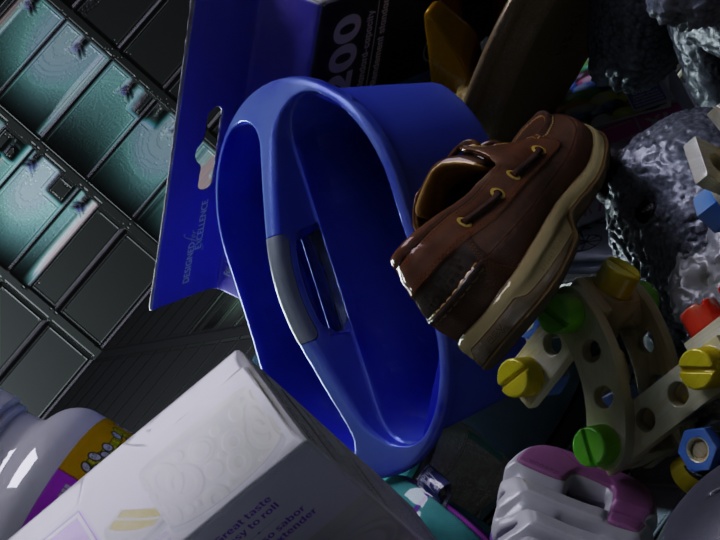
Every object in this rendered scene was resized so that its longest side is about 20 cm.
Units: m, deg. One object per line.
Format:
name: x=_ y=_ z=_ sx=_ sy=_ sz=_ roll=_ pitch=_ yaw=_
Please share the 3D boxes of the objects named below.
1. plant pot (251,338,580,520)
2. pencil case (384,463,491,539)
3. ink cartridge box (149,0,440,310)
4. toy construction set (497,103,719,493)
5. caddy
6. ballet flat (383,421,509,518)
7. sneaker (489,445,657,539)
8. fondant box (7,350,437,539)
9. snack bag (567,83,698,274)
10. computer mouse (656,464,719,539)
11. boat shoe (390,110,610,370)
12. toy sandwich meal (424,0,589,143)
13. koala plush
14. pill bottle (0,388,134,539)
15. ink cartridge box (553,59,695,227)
plant pot: x=0.014 y=0.071 z=1.288 sx=0.200 sy=0.135 sz=0.200 roll=-46 pitch=11 yaw=11
pencil case: x=-0.007 y=0.192 z=1.067 sx=0.200 sy=0.085 sz=0.092 roll=-51 pitch=39 yaw=-8
ink cartridge box: x=-0.018 y=-0.079 z=1.188 sx=0.200 sy=0.043 sz=0.198 roll=-25 pitch=-42 yaw=-40
toy construction set: x=0.145 y=0.018 z=0.932 sx=0.092 sy=0.131 sz=0.200 roll=-12 pitch=-26 yaw=-36
caddy: x=0.000 y=0.000 z=1.083 sx=0.105 sy=0.200 sz=0.141 roll=-15 pitch=-4 yaw=-40
ballet flat: x=0.014 y=0.157 z=1.185 sx=0.200 sy=0.062 sz=0.067 roll=-52 pitch=19 yaw=37
sneaker: x=0.070 y=0.155 z=0.907 sx=0.200 sy=0.080 sz=0.089 roll=-54 pitch=-15 yaw=-62
fondant box: x=-0.054 y=0.132 z=0.946 sx=0.144 sy=0.058 sz=0.200 roll=-40 pitch=-34 yaw=2
snack bag: x=0.149 y=-0.060 z=1.266 sx=0.188 sy=0.021 sz=0.200 roll=0 pitch=35 yaw=36
computer mouse: x=0.170 y=0.084 z=0.827 sx=0.200 sy=0.053 sz=0.139 roll=-41 pitch=13 yaw=34
boat shoe: x=0.062 y=-0.031 z=0.982 sx=0.072 sy=0.068 sz=0.200 roll=-52 pitch=4 yaw=28
toy sandwich meal: x=0.081 y=-0.143 z=1.164 sx=0.205 sy=0.070 sz=0.205 roll=-56 pitch=-13 yaw=-20
koala plush: x=0.185 y=-0.051 z=1.058 sx=0.177 sy=0.184 sz=0.200 roll=127 pitch=162 yaw=-80
pill bottle: x=-0.128 y=0.140 z=1.156 sx=0.104 sy=0.200 sz=0.104 roll=-59 pitch=-6 yaw=-11
ink cartridge box: x=0.125 y=-0.090 z=1.275 sx=0.119 sy=0.042 sz=0.200 roll=-20 pitch=26 yaw=5
